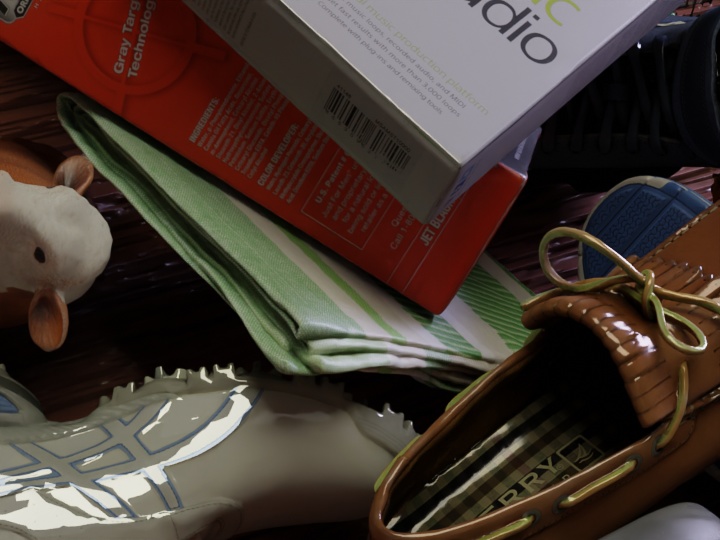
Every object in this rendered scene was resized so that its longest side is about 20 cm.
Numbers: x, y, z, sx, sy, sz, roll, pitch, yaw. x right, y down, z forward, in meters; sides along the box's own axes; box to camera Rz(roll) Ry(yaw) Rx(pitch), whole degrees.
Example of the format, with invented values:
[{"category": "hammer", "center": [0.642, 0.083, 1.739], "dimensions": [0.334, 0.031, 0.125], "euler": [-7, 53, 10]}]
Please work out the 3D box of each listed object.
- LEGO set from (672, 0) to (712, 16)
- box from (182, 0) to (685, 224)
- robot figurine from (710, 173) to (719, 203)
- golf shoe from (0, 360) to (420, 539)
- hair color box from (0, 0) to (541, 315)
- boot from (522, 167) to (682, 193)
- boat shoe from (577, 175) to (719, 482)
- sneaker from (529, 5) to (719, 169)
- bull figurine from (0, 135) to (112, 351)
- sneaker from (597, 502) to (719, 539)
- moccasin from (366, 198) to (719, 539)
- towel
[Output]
[{"category": "LEGO set", "center": [0.161, -0.202, 1.071], "dimensions": [0.199, 0.116, 0.154], "euler": [-5, 40, -21]}, {"category": "box", "center": [0.031, -0.119, 0.740], "dimensions": [0.144, 0.036, 0.200], "euler": [42, 49, 8]}, {"category": "robot figurine", "center": [0.227, -0.003, 0.823], "dimensions": [0.145, 0.058, 0.200], "euler": [-5, 16, -21]}, {"category": "golf shoe", "center": [-0.078, 0.083, 0.692], "dimensions": [0.199, 0.078, 0.097], "euler": [1, 57, -8]}, {"category": "hair color box", "center": [-0.036, -0.071, 0.763], "dimensions": [0.200, 0.061, 0.102], "euler": [31, 15, -1]}, {"category": "boot", "center": [0.039, -0.074, 0.929], "dimensions": [0.199, 0.075, 0.097], "euler": [3, 20, -13]}, {"category": "boat shoe", "center": [0.154, 0.049, 0.782], "dimensions": [0.072, 0.072, 0.200], "euler": [9, 41, -56]}, {"category": "sneaker", "center": [0.108, -0.071, 0.817], "dimensions": [0.202, 0.077, 0.146], "euler": [-3, 6, -12]}, {"category": "bull figurine", "center": [-0.142, -0.016, 0.742], "dimensions": [0.121, 0.065, 0.200], "euler": [9, 3, -3]}, {"category": "sneaker", "center": [0.077, 0.142, 0.633], "dimensions": [0.199, 0.076, 0.114], "euler": [-16, 38, -40]}, {"category": "moccasin", "center": [0.080, 0.034, 0.705], "dimensions": [0.201, 0.078, 0.074], "euler": [-35, 52, -15]}, {"category": "towel", "center": [0.000, 0.000, 0.774], "dimensions": [0.200, 0.023, 0.153], "euler": [12, 26, -50]}]
